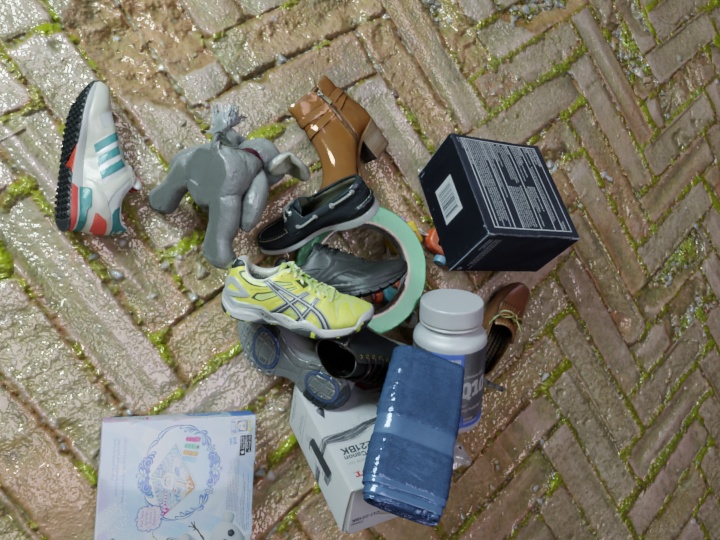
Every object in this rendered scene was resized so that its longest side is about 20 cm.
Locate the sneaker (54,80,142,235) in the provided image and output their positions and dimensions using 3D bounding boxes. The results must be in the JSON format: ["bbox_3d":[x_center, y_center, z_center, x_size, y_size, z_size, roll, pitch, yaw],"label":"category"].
[{"bbox_3d":[-0.335,-0.141,0.719,0.093,0.070,0.202,12,78,-44],"label":"sneaker"}]

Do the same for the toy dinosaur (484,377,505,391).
[{"bbox_3d":[0.153,0.139,0.927,0.201,0.088,0.047,57,27,1],"label":"toy dinosaur"}]

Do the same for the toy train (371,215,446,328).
[{"bbox_3d":[0.102,-0.009,0.930,0.150,0.056,0.201,36,70,-20],"label":"toy train"}]

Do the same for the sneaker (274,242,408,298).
[{"bbox_3d":[-0.031,0.001,0.781,0.198,0.076,0.092,-11,85,-7],"label":"sneaker"}]

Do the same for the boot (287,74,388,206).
[{"bbox_3d":[-0.057,-0.197,0.858,0.155,0.073,0.201,44,57,-18],"label":"boot"}]

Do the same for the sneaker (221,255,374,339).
[{"bbox_3d":[-0.079,0.033,0.702,0.198,0.076,0.077,9,111,-3],"label":"sneaker"}]

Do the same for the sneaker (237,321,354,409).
[{"bbox_3d":[-0.092,0.122,0.794,0.199,0.087,0.075,36,109,9],"label":"sneaker"}]

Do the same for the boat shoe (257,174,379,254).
[{"bbox_3d":[-0.072,-0.082,0.779,0.060,0.199,0.076,54,24,-35],"label":"boat shoe"}]

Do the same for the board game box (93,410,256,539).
[{"bbox_3d":[-0.244,0.295,0.731,0.197,0.043,0.202,5,84,-27],"label":"board game box"}]

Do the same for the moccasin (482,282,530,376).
[{"bbox_3d":[0.252,0.105,0.985,0.074,0.078,0.202,49,67,-15],"label":"moccasin"}]

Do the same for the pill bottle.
[{"bbox_3d":[0.136,0.138,0.846,0.113,0.114,0.202,-12,113,-27],"label":"pill bottle"}]

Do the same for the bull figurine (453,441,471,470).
[{"bbox_3d":[0.089,0.310,0.881,0.199,0.065,0.122,23,43,-16],"label":"bull figurine"}]

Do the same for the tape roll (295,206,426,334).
[{"bbox_3d":[0.000,0.000,0.843,0.198,0.048,0.202,0,87,-6],"label":"tape roll"}]

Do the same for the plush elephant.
[{"bbox_3d":[-0.168,-0.128,0.760,0.155,0.164,0.201,-13,133,-61],"label":"plush elephant"}]

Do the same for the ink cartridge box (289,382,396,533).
[{"bbox_3d":[0.002,0.241,0.771,0.143,0.200,0.084,-6,124,-27],"label":"ink cartridge box"}]

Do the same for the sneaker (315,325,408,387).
[{"bbox_3d":[0.019,0.137,0.753,0.199,0.106,0.075,33,108,-8],"label":"sneaker"}]

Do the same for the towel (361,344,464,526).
[{"bbox_3d":[0.068,0.200,0.687,0.111,0.049,0.201,25,58,-13],"label":"towel"}]

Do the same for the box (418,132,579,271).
[{"bbox_3d":[0.230,-0.109,0.934,0.197,0.123,0.201,1,61,-26],"label":"box"}]
